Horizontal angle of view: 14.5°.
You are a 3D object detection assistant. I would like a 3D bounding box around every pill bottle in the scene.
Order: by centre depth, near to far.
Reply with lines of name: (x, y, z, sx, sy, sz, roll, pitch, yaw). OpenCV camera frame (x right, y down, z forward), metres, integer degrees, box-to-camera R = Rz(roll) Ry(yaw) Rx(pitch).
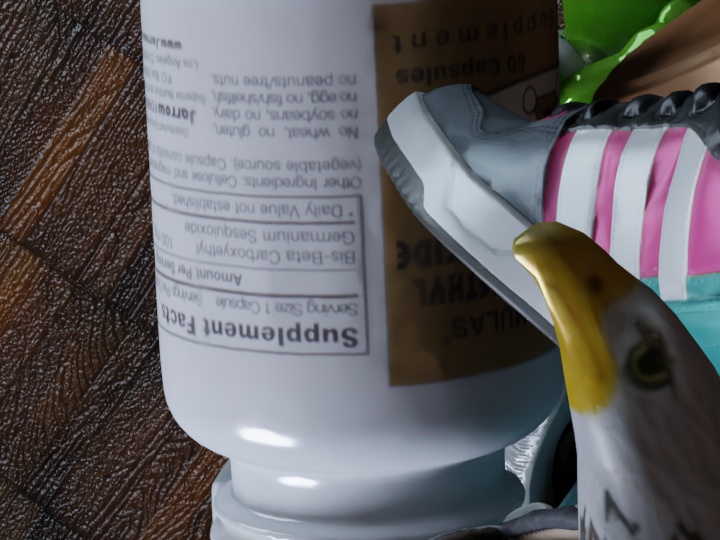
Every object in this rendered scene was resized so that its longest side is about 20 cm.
pill bottle: (0.000, 0.000, 0.782, 0.114, 0.114, 0.201, -58, -34, -76)

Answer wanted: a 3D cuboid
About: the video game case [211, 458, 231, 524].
video game case: (-0.023, 0.144, 1.077, 0.182, 0.023, 0.201, -57, -33, -71)

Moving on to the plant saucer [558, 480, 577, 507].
plant saucer: (0.061, 0.107, 0.790, 0.200, 0.036, 0.200, -55, 1, 1)

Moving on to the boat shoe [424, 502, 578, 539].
boat shoe: (0.029, 0.089, 0.658, 0.074, 0.060, 0.200, -63, 20, -15)

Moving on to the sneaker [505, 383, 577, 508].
sneaker: (0.053, 0.008, 0.933, 0.147, 0.080, 0.201, -62, -23, -50)

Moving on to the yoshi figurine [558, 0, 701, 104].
yoshi figurine: (0.057, -0.081, 0.942, 0.112, 0.113, 0.200, -31, -20, 37)

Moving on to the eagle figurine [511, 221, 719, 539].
eagle figurine: (0.072, 0.049, 0.359, 0.199, 0.151, 0.152, -27, 44, -3)

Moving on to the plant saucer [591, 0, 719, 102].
plant saucer: (0.142, -0.078, 0.766, 0.200, 0.032, 0.200, -30, 7, 4)

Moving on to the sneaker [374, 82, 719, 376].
sneaker: (0.089, -0.024, 0.637, 0.121, 0.084, 0.200, -50, 41, 3)
